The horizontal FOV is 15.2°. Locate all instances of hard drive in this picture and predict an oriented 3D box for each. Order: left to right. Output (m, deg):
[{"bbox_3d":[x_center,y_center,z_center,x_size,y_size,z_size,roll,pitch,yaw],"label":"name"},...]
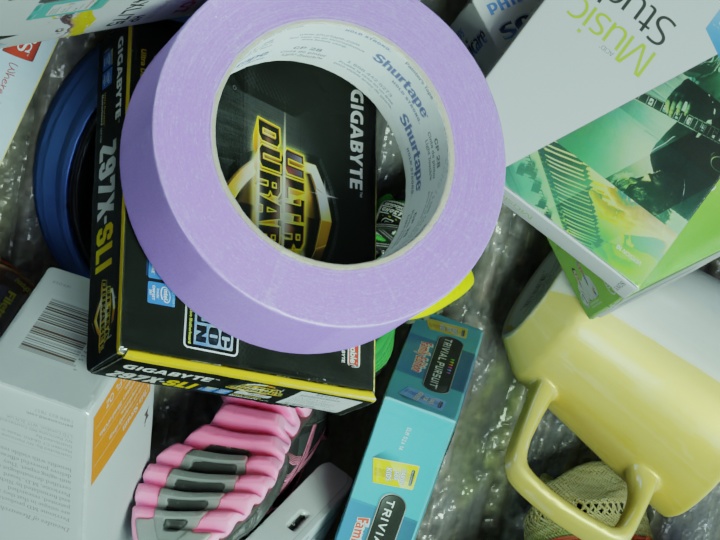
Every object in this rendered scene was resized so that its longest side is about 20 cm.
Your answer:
[{"bbox_3d":[-0.077,0.221,1.637,0.027,0.132,0.200,34,122,9],"label":"hard drive"}]

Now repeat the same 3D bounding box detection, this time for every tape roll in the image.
[{"bbox_3d":[-0.025,-0.059,1.448,0.200,0.066,0.201,6,74,-19],"label":"tape roll"}]

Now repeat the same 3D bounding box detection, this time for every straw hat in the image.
[{"bbox_3d":[0.148,0.171,1.767,0.201,0.201,0.085,1,72,-26],"label":"straw hat"}]

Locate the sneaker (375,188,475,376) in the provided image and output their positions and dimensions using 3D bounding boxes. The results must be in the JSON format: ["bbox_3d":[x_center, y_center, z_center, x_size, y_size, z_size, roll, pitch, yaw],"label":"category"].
[{"bbox_3d":[0.000,0.000,1.599,0.200,0.078,0.085,-41,146,-44],"label":"sneaker"}]

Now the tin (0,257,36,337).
[{"bbox_3d":[-0.257,0.079,1.570,0.112,0.042,0.200,30,96,-28],"label":"tin"}]

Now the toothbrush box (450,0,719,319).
[{"bbox_3d":[0.163,-0.094,1.615,0.145,0.086,0.200,-25,84,-14],"label":"toothbrush box"}]

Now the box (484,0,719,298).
[{"bbox_3d":[0.156,-0.106,1.553,0.144,0.036,0.200,37,79,0],"label":"box"}]

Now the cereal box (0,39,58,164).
[{"bbox_3d":[-0.272,-0.126,1.475,0.200,0.040,0.144,22,99,-31],"label":"cereal box"}]

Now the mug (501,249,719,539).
[{"bbox_3d":[0.170,0.060,1.681,0.153,0.187,0.149,35,120,-6],"label":"mug"}]

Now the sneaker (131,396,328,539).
[{"bbox_3d":[-0.068,0.124,1.619,0.200,0.079,0.096,-54,149,-41],"label":"sneaker"}]

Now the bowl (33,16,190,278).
[{"bbox_3d":[-0.092,-0.057,1.590,0.200,0.039,0.201,-10,115,-21],"label":"bowl"}]

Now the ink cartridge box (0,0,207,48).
[{"bbox_3d":[-0.163,-0.205,1.392,0.200,0.147,0.146,-13,82,-26],"label":"ink cartridge box"}]

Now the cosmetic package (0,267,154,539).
[{"bbox_3d":[-0.169,0.110,1.541,0.071,0.102,0.200,18,134,11],"label":"cosmetic package"}]

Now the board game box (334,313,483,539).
[{"bbox_3d":[0.016,0.143,1.647,0.047,0.151,0.200,19,111,2],"label":"board game box"}]

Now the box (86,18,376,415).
[{"bbox_3d":[-0.068,-0.030,1.499,0.159,0.049,0.200,11,69,-27],"label":"box"}]
